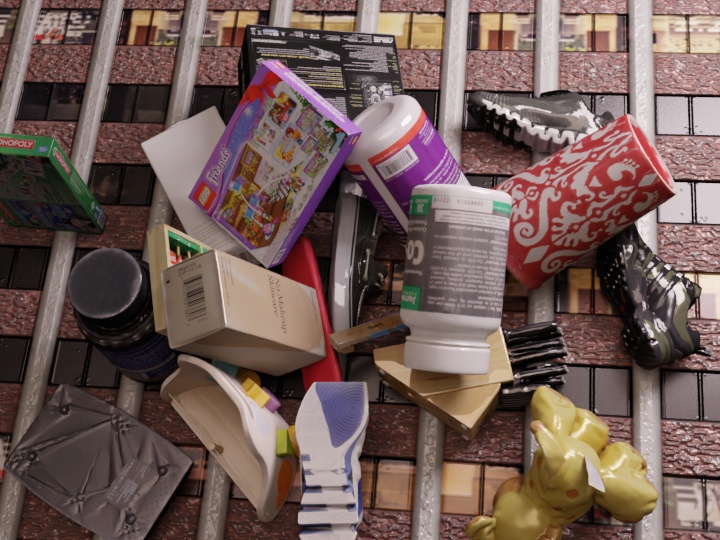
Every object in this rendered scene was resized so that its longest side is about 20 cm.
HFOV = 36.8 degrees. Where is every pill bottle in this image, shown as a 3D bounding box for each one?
[{"bbox_3d":[-0.268,0.052,1.264,0.111,0.200,0.112,-2,67,5],"label":"pill bottle"},{"bbox_3d":[0.103,0.010,1.194,0.113,0.113,0.201,5,89,8],"label":"pill bottle"},{"bbox_3d":[0.066,-0.102,1.294,0.112,0.200,0.113,-29,26,16],"label":"pill bottle"}]

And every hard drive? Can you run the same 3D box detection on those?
[{"bbox_3d":[-0.306,0.232,1.279,0.199,0.042,0.135,27,73,16],"label":"hard drive"}]

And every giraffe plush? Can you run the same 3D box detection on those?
[{"bbox_3d":[0.206,0.249,1.169,0.172,0.200,0.162,40,109,10],"label":"giraffe plush"}]

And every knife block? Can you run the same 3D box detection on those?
[{"bbox_3d":[0.139,0.100,1.274,0.200,0.064,0.176,32,74,18],"label":"knife block"}]

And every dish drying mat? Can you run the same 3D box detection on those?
[{"bbox_3d":[-0.060,0.064,1.311,0.018,0.077,0.201,2,62,-34],"label":"dish drying mat"}]

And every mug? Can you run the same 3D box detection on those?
[{"bbox_3d":[0.248,-0.100,1.270,0.200,0.133,0.178,-32,48,24],"label":"mug"}]

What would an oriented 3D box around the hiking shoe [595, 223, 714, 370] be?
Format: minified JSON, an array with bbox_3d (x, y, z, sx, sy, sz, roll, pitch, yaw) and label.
[{"bbox_3d":[0.349,0.020,1.289,0.100,0.076,0.201,-6,68,-15],"label":"hiking shoe"}]

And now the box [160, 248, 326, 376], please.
[{"bbox_3d":[-0.126,0.051,1.208,0.077,0.200,0.095,-21,68,25],"label":"box"}]

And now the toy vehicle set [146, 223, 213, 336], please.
[{"bbox_3d":[-0.171,0.035,1.264,0.026,0.200,0.125,-22,63,23],"label":"toy vehicle set"}]

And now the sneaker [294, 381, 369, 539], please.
[{"bbox_3d":[-0.035,0.230,1.213,0.080,0.115,0.200,4,65,1],"label":"sneaker"}]

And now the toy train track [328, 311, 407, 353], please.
[{"bbox_3d":[0.057,0.066,1.291,0.199,0.033,0.115,-16,33,-23],"label":"toy train track"}]

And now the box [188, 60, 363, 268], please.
[{"bbox_3d":[-0.102,-0.122,1.258,0.137,0.039,0.200,41,117,13],"label":"box"}]

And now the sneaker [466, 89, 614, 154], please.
[{"bbox_3d":[0.237,-0.197,1.389,0.199,0.067,0.091,22,69,11],"label":"sneaker"}]

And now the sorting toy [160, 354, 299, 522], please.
[{"bbox_3d":[-0.143,0.161,1.216,0.107,0.180,0.200,-40,69,-10],"label":"sorting toy"}]

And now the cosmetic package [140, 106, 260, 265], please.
[{"bbox_3d":[-0.187,-0.096,1.384,0.113,0.081,0.200,-26,66,-5],"label":"cosmetic package"}]

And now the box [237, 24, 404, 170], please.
[{"bbox_3d":[-0.049,-0.218,1.378,0.199,0.086,0.164,0,61,-15],"label":"box"}]

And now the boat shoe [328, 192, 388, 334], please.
[{"bbox_3d":[0.000,0.000,1.326,0.071,0.072,0.201,6,75,-7],"label":"boat shoe"}]

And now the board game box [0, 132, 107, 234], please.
[{"bbox_3d":[-0.411,-0.107,1.347,0.134,0.200,0.029,7,66,9],"label":"board game box"}]
